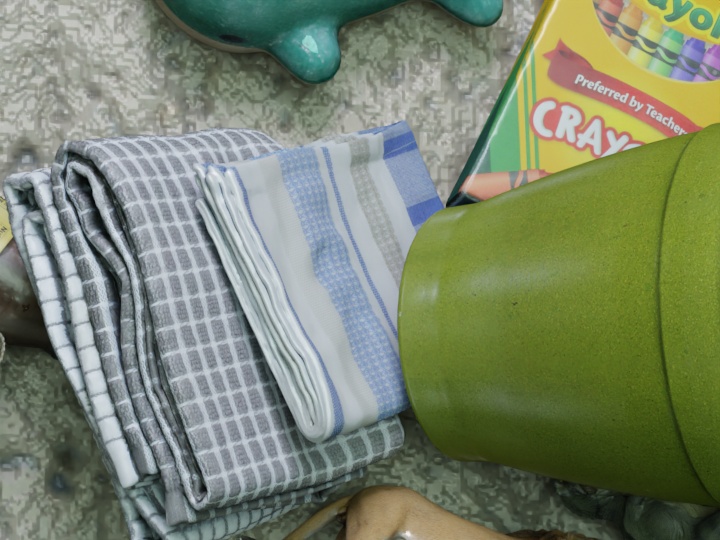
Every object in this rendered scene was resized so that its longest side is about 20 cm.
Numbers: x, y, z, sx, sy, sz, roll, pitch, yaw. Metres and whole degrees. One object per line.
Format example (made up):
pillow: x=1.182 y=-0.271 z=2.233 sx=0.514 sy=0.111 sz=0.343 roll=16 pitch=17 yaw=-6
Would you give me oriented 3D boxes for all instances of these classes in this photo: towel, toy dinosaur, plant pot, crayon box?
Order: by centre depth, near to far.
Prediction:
towel: x=-0.073 y=0.029 z=1.310 sx=0.086 sy=0.166 sz=0.200 roll=-25 pitch=82 yaw=31
plant pot: x=0.129 y=0.027 z=1.312 sx=0.193 sy=0.200 sz=0.201 roll=-5 pitch=79 yaw=29
towel: x=0.000 y=0.000 z=1.339 sx=0.024 sy=0.200 sz=0.147 roll=-26 pitch=86 yaw=31
toy dinosaur: x=0.188 y=0.128 z=1.359 sx=0.200 sy=0.047 sz=0.088 roll=35 pitch=85 yaw=27
crayon box: x=0.145 y=-0.096 z=1.435 sx=0.127 sy=0.051 sz=0.200 roll=26 pitch=76 yaw=-5

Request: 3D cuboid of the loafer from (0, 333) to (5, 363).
loafer: x=-0.211 y=0.057 z=1.301 sx=0.067 sy=0.076 sz=0.200 roll=3 pitch=107 yaw=11

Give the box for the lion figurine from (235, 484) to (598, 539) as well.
lion figurine: x=0.045 y=0.150 z=1.344 sx=0.200 sy=0.073 sz=0.123 roll=29 pitch=42 yaw=3

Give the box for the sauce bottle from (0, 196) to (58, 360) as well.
sauce bottle: x=-0.193 y=-0.006 z=1.352 sx=0.200 sy=0.065 sz=0.065 roll=37 pitch=76 yaw=-4

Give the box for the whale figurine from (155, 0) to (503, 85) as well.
whale figurine: x=-0.016 y=-0.178 z=1.393 sx=0.200 sy=0.104 sz=0.159 roll=7 pitch=79 yaw=-9
